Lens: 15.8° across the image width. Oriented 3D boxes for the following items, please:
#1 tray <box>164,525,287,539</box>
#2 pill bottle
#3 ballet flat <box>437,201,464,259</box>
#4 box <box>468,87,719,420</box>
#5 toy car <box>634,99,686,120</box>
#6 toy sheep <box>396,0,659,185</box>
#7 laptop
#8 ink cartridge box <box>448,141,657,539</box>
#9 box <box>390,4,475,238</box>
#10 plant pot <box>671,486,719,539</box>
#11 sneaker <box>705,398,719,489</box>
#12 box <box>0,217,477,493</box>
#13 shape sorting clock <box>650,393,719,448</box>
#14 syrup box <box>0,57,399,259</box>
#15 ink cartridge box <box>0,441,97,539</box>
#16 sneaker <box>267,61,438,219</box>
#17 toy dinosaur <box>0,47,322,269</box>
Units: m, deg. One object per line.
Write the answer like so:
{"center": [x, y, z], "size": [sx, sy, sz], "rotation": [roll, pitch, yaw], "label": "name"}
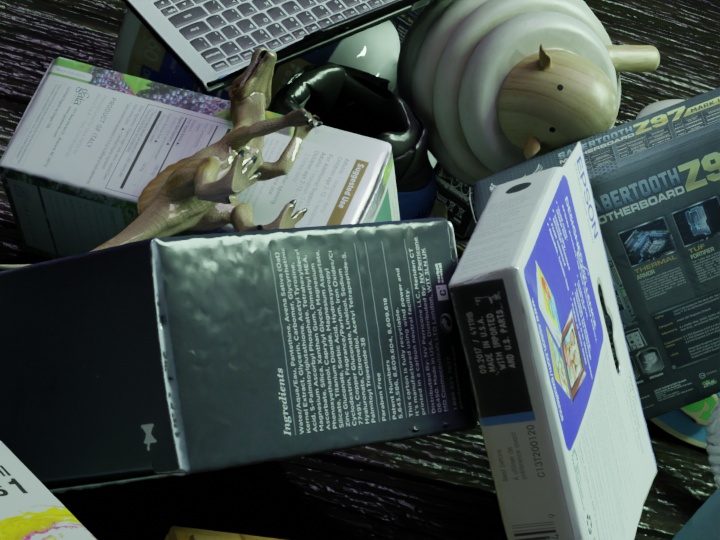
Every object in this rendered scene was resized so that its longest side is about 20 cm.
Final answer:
{"center": [-0.017, 0.187, 1.116], "size": [0.098, 0.037, 0.200], "rotation": [10, 29, -27], "label": "tray"}
{"center": [-0.043, -0.121, 1.613], "size": [0.199, 0.120, 0.120], "rotation": [27, 25, 10], "label": "pill bottle"}
{"center": [0.054, -0.006, 1.535], "size": [0.199, 0.063, 0.069], "rotation": [30, 25, 14], "label": "ballet flat"}
{"center": [0.178, -0.008, 1.425], "size": [0.199, 0.158, 0.051], "rotation": [-22, 28, 8], "label": "box"}
{"center": [0.192, -0.013, 1.590], "size": [0.199, 0.175, 0.151], "rotation": [-6, 72, -48], "label": "toy car"}
{"center": [0.088, -0.109, 1.494], "size": [0.137, 0.139, 0.200], "rotation": [11, 6, -25], "label": "toy sheep"}
{"center": [-0.024, -0.189, 1.518], "size": [0.187, 0.116, 0.200], "rotation": [-25, 60, -33], "label": "laptop"}
{"center": [0.100, 0.059, 1.305], "size": [0.043, 0.199, 0.200], "rotation": [-9, 17, 18], "label": "ink cartridge box"}
{"center": [0.035, -0.141, 1.673], "size": [0.200, 0.161, 0.043], "rotation": [36, 27, 27], "label": "box"}
{"center": [0.248, 0.147, 1.210], "size": [0.199, 0.188, 0.200], "rotation": [27, 24, -13], "label": "plant pot"}
{"center": [0.292, 0.130, 1.451], "size": [0.199, 0.080, 0.129], "rotation": [33, 24, 21], "label": "sneaker"}
{"center": [-0.066, 0.040, 1.209], "size": [0.147, 0.105, 0.199], "rotation": [-10, -4, 42], "label": "box"}
{"center": [0.232, 0.011, 1.491], "size": [0.199, 0.201, 0.039], "rotation": [19, 12, -8], "label": "shape sorting clock"}
{"center": [-0.083, -0.038, 1.376], "size": [0.199, 0.079, 0.082], "rotation": [14, 58, 15], "label": "syrup box"}
{"center": [-0.166, 0.146, 1.008], "size": [0.144, 0.084, 0.200], "rotation": [-6, 37, -47], "label": "ink cartridge box"}
{"center": [-0.052, -0.079, 1.486], "size": [0.199, 0.112, 0.077], "rotation": [17, 54, 17], "label": "sneaker"}
{"center": [-0.080, -0.037, 1.289], "size": [0.101, 0.058, 0.200], "rotation": [2, 37, 43], "label": "toy dinosaur"}
